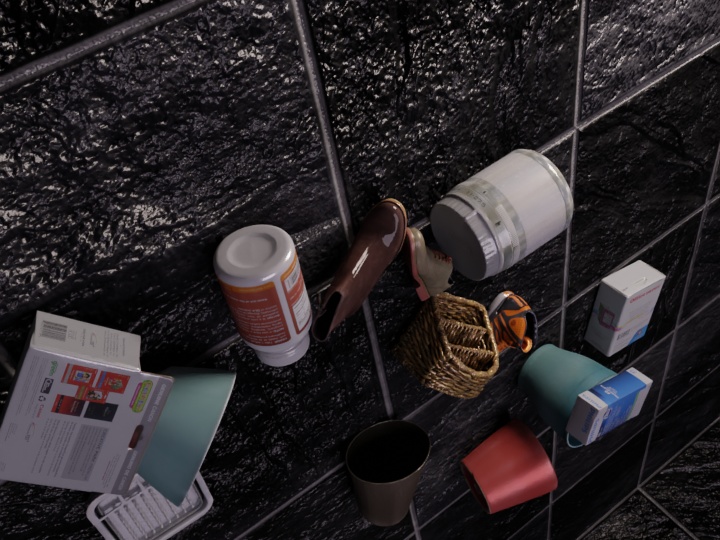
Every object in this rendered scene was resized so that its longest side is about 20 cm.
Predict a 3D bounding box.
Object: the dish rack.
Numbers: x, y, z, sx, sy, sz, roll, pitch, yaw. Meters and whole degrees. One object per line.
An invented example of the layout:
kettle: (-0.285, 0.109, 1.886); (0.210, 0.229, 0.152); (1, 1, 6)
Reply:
dish rack: (-0.338, 0.366, 1.169); (0.171, 0.044, 0.200); (-30, 138, -21)

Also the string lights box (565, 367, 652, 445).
string lights box: (0.544, 0.295, 1.592); (0.200, 0.059, 0.103); (-15, 128, -35)

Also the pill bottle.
pill bottle: (-0.131, 0.042, 1.031); (0.112, 0.112, 0.200); (-30, 138, -19)

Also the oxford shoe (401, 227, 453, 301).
oxford shoe: (0.112, -0.020, 1.211); (0.075, 0.071, 0.200); (-19, 152, 4)

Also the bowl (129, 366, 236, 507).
bowl: (-0.261, 0.215, 1.020); (0.105, 0.201, 0.201); (25, 107, -11)

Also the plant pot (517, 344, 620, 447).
plant pot: (0.483, 0.276, 1.713); (0.200, 0.188, 0.200); (-24, 133, -28)

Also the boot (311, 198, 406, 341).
boot: (0.000, 0.000, 1.088); (0.200, 0.072, 0.166); (-63, 176, 28)

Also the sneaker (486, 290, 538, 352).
sneaker: (0.286, 0.150, 1.493); (0.077, 0.112, 0.200); (8, 117, -45)

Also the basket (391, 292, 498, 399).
basket: (0.187, 0.144, 1.376); (0.200, 0.143, 0.149); (19, 109, -48)

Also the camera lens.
camera lens: (0.237, -0.094, 1.208); (0.200, 0.160, 0.160); (-32, 138, -17)

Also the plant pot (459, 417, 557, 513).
plant pot: (0.355, 0.492, 1.793); (0.177, 0.201, 0.201); (-27, 137, -10)

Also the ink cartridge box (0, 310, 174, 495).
ink cartridge box: (-0.352, 0.174, 0.922); (0.175, 0.084, 0.200); (19, 110, -25)

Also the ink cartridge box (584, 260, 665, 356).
ink cartridge box: (0.647, 0.092, 1.791); (0.144, 0.085, 0.200); (-23, 136, -27)

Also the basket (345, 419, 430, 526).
basket: (0.054, 0.427, 1.506); (0.180, 0.136, 0.200); (-22, 138, -22)
